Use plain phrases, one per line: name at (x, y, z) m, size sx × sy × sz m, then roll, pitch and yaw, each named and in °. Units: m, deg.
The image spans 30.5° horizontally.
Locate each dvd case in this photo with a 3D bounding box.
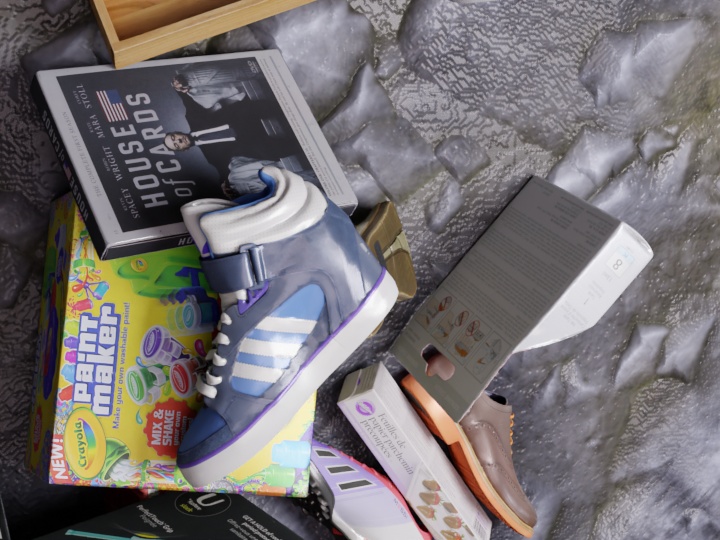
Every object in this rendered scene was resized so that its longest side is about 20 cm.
dvd case at (-0.116, -0.088, 0.937) m, size 0.198 × 0.152 × 0.025 m, roll -11°, pitch 152°, yaw -33°

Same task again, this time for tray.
tray at (-0.100, -0.226, 0.949) m, size 0.198 × 0.037 × 0.100 m, roll -21°, pitch 81°, yaw -14°

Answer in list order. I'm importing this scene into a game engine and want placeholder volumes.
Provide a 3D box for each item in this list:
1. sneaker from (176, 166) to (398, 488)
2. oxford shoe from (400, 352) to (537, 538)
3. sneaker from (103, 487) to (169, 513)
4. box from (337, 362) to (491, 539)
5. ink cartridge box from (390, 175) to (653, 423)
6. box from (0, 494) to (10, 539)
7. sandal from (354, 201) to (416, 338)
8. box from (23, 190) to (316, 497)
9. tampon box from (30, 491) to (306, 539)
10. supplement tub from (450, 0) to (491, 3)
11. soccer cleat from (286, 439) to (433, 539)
sneaker at (-0.086, 0.027, 0.877) m, size 0.200 × 0.081 × 0.147 m, roll -44°, pitch 104°, yaw -1°
oxford shoe at (0.115, 0.154, 1.166) m, size 0.073 × 0.071 × 0.201 m, roll -38°, pitch 116°, yaw -10°
sneaker at (-0.145, 0.208, 1.097) m, size 0.114 × 0.078 × 0.203 m, roll -12°, pitch 114°, yaw -33°
box at (0.050, 0.170, 1.149) m, size 0.038 × 0.042 × 0.201 m, roll -23°, pitch 116°, yaw 25°
ink cartridge box at (0.126, 0.027, 1.075) m, size 0.047 × 0.160 × 0.201 m, roll 39°, pitch 92°, yaw -26°
box at (-0.343, 0.273, 1.000) m, size 0.146 × 0.124 × 0.203 m, roll -1°, pitch 109°, yaw -21°
sandal at (0.000, 0.000, 1.020) m, size 0.053 × 0.200 × 0.081 m, roll -9°, pitch 105°, yaw 19°
box at (-0.137, 0.056, 0.975) m, size 0.190 × 0.122 × 0.203 m, roll 6°, pitch 85°, yaw -22°
tampon box at (-0.146, 0.261, 0.959) m, size 0.198 × 0.149 × 0.128 m, roll -15°, pitch 115°, yaw -37°
supplement tub at (0.088, -0.310, 0.968) m, size 0.121 × 0.123 × 0.202 m, roll -25°, pitch 114°, yaw -11°
soccer cleat at (-0.009, 0.193, 1.142) m, size 0.073 × 0.068 × 0.201 m, roll -50°, pitch 116°, yaw -25°
